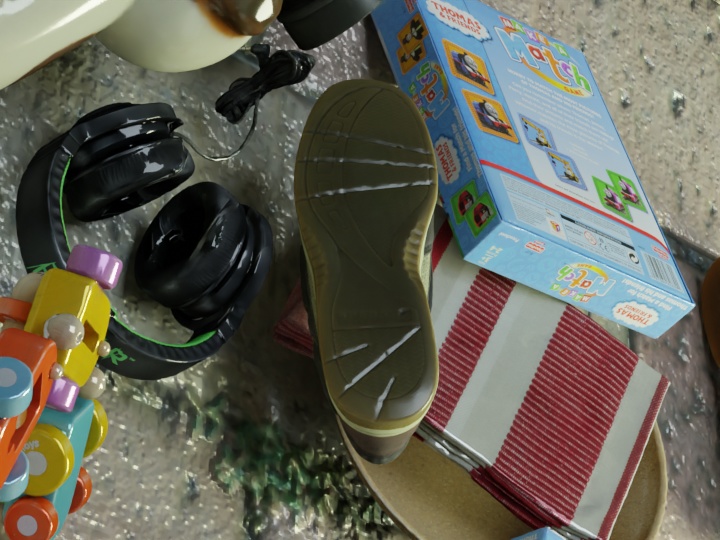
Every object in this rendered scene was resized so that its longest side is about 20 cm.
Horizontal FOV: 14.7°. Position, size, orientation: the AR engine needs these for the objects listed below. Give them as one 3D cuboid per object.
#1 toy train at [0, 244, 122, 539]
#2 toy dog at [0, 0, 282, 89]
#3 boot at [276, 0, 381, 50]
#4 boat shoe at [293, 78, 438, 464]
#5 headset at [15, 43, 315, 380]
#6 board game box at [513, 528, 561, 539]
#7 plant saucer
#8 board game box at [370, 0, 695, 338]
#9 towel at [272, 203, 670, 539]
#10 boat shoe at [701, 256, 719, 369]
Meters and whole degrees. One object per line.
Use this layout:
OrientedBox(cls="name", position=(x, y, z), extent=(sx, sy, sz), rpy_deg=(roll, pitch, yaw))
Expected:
OrientedBox(cls="toy train", position=(-0.151, 0.070, 1.169), extent=(0.056, 0.200, 0.150), rpy_deg=(18, 53, 6))
OrientedBox(cls="toy dog", position=(-0.132, -0.142, 1.260), extent=(0.200, 0.139, 0.194), rpy_deg=(-3, 79, -30))
OrientedBox(cls="boot", position=(-0.045, -0.215, 1.415), extent=(0.158, 0.079, 0.211), rpy_deg=(51, 14, -17))
OrientedBox(cls="boat shoe", position=(0.001, 0.001, 1.347), extent=(0.072, 0.066, 0.201), rpy_deg=(2, 55, -9))
OrientedBox(cls="headset", position=(-0.084, -0.037, 1.321), extent=(0.124, 0.094, 0.200), rpy_deg=(50, 36, -16))
OrientedBox(cls="board game box", position=(0.100, 0.202, 1.341), extent=(0.200, 0.151, 0.037), rpy_deg=(35, 50, -29))
OrientedBox(cls="plant saucer", position=(0.065, 0.084, 1.431), extent=(0.200, 0.035, 0.200), rpy_deg=(18, 49, -22))
OrientedBox(cls="board game box", position=(0.091, -0.066, 1.514), extent=(0.151, 0.037, 0.200), rpy_deg=(22, 37, -38))
OrientedBox(cls="towel", position=(0.060, 0.044, 1.420), extent=(0.200, 0.023, 0.144), rpy_deg=(37, 42, -6))
OrientedBox(cls="boat shoe", position=(0.253, 0.083, 1.630), extent=(0.070, 0.070, 0.200), rpy_deg=(15, 60, -36))
